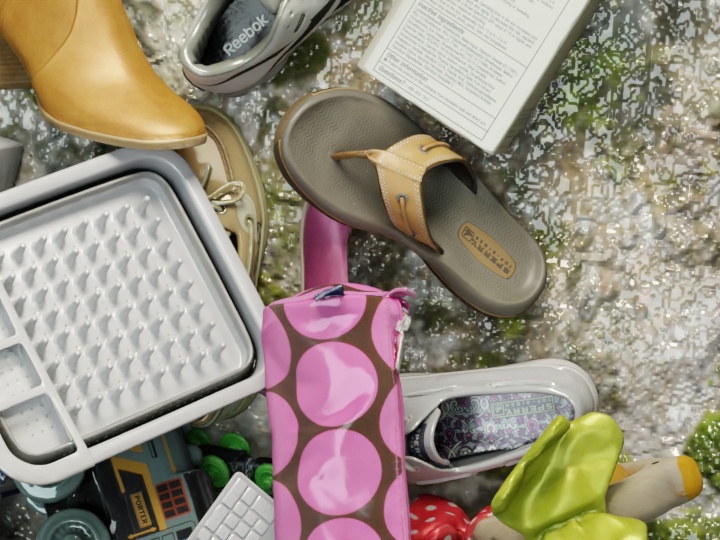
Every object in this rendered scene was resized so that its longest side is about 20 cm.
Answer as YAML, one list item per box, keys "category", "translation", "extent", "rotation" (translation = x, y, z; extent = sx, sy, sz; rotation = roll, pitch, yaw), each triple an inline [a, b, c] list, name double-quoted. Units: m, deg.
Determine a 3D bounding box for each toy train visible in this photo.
- category: "toy train"
  translation: [-0.154, 0.113, 1.536]
  extent: [0.113, 0.085, 0.201]
  rotation: [-17, 76, -6]
- category: "toy train"
  translation: [-0.091, 0.132, 1.585]
  extent: [0.199, 0.042, 0.057]
  rotation: [5, 118, 27]

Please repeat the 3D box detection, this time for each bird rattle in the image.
- category: "bird rattle"
  translation: [0.115, 0.155, 1.513]
  extent: [0.200, 0.162, 0.113]
  rotation: [-34, 74, 56]

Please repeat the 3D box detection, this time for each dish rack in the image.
- category: "dish rack"
  translation: [-0.161, 0.028, 1.493]
  extent: [0.199, 0.044, 0.172]
  rotation: [-23, 78, -29]

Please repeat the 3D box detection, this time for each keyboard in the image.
- category: "keyboard"
  translation: [-0.018, 0.203, 1.518]
  extent: [0.200, 0.011, 0.056]
  rotation: [43, 78, -19]

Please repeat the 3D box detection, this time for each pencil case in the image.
- category: "pencil case"
  translation: [-0.007, 0.108, 1.473]
  extent: [0.093, 0.091, 0.201]
  rotation: [-5, 89, 12]

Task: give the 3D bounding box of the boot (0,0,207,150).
- category: "boot"
  translation: [-0.166, -0.163, 1.546]
  extent: [0.200, 0.071, 0.145]
  rotation: [23, 112, 33]

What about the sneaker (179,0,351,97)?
- category: "sneaker"
  translation: [-0.036, -0.185, 1.538]
  extent: [0.074, 0.088, 0.200]
  rotation: [40, 100, 6]

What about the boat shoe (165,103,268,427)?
- category: "boat shoe"
  translation: [-0.096, -0.003, 1.579]
  extent: [0.073, 0.063, 0.201]
  rotation: [-6, 94, 12]

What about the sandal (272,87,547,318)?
- category: "sandal"
  translation: [0.039, -0.041, 1.517]
  extent: [0.200, 0.055, 0.082]
  rotation: [40, 70, -16]

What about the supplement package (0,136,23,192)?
- category: "supplement package"
  translation: [-0.298, -0.036, 1.544]
  extent: [0.113, 0.200, 0.110]
  rotation: [17, 99, 8]

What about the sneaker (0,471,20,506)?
- category: "sneaker"
  translation: [-0.294, 0.132, 1.630]
  extent: [0.199, 0.081, 0.115]
  rotation: [-42, 78, 12]

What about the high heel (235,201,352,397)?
- category: "high heel"
  translation: [0.000, 0.000, 1.550]
  extent: [0.096, 0.067, 0.201]
  rotation: [25, 82, 6]

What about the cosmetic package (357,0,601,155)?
- category: "cosmetic package"
  translation: [0.095, -0.180, 1.520]
  extent: [0.105, 0.071, 0.201]
  rotation: [35, 101, 6]

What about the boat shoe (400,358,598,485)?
- category: "boat shoe"
  translation: [0.047, 0.101, 1.560]
  extent: [0.199, 0.069, 0.072]
  rotation: [-6, 95, 12]
